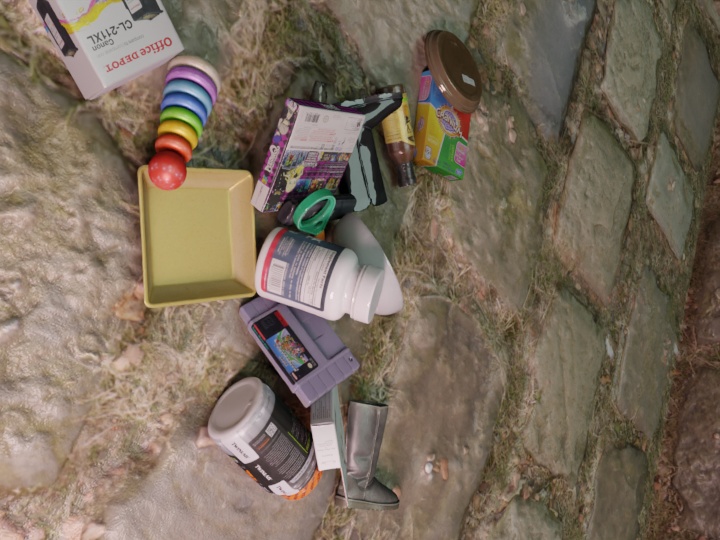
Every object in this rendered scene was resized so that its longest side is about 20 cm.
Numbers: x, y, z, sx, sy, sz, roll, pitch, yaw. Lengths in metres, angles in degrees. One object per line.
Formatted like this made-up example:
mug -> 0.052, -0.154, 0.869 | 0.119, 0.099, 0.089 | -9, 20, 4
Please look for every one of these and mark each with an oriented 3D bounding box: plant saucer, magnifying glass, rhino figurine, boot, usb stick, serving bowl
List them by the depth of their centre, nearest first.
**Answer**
plant saucer -> -0.258, -0.055, 0.952 | 0.196, 0.048, 0.208 | -5, 95, -44
magnifying glass -> -0.076, -0.078, 1.054 | 0.079, 0.201, 0.023 | -36, 75, -13
usb stick -> -0.073, -0.109, 1.078 | 0.033, 0.056, 0.198 | 52, 30, 14
rhino figurine -> -0.098, -0.260, 1.090 | 0.088, 0.058, 0.204 | 51, 58, -50
serving bowl -> 0.000, 0.000, 1.119 | 0.065, 0.200, 0.204 | -30, 114, -11
boot -> 0.026, -0.231, 1.189 | 0.160, 0.065, 0.207 | -15, 99, -16
boot -> 0.027, 0.373, 1.232 | 0.179, 0.071, 0.207 | 23, 69, -44
plant saucer -> 0.215, -0.452, 1.367 | 0.197, 0.029, 0.206 | 24, 55, -40

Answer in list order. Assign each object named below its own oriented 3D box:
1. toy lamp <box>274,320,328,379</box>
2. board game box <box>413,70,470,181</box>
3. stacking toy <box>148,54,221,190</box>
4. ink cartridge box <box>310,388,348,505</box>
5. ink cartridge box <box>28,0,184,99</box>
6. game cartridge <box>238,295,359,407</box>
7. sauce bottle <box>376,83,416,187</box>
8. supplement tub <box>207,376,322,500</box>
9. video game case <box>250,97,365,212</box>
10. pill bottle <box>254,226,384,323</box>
toy lamp -> -0.085, 0.115, 1.116 | 0.201, 0.057, 0.059 | -50, 122, -30
board game box -> 0.186, -0.325, 1.377 | 0.150, 0.040, 0.207 | 14, 82, -43
stacking toy -> -0.265, -0.210, 0.887 | 0.085, 0.084, 0.206 | 31, 56, -39
ink cartridge box -> -0.055, 0.277, 1.075 | 0.042, 0.201, 0.179 | -6, 115, -1
ink cartridge box -> -0.354, -0.362, 0.826 | 0.146, 0.081, 0.204 | -43, 118, -35
game cartridge -> -0.105, 0.118, 1.036 | 0.128, 0.039, 0.201 | -27, 72, -42
sauce bottle -> 0.080, -0.278, 1.262 | 0.064, 0.064, 0.207 | -24, 108, -40
supplement tub -> -0.151, 0.285, 1.013 | 0.124, 0.120, 0.202 | -53, 123, -28
video game case -> -0.085, -0.192, 1.031 | 0.198, 0.035, 0.185 | -16, 135, -57
pill bottle -> -0.064, 0.013, 1.004 | 0.119, 0.194, 0.123 | 17, 91, -79
